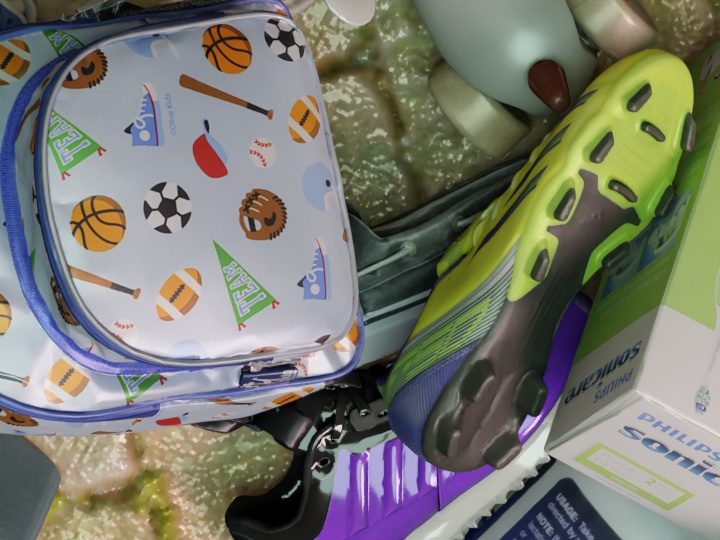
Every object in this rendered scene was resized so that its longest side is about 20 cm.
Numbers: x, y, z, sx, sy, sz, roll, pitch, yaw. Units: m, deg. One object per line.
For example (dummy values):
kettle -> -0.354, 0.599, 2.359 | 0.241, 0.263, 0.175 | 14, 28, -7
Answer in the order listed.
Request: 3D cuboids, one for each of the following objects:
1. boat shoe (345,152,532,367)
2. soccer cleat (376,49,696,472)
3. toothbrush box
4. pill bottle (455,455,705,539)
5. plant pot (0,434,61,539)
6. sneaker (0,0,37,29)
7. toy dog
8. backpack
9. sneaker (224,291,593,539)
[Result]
boat shoe -> 0.000, 0.000, 1.270 | 0.199, 0.072, 0.071 | -20, 101, -8
soccer cleat -> 0.067, -0.011, 1.198 | 0.065, 0.084, 0.201 | 19, 106, -40
toothbrush box -> 0.183, 0.013, 1.211 | 0.145, 0.201, 0.086 | 28, 149, -13
pill bottle -> 0.103, 0.141, 1.290 | 0.116, 0.116, 0.200 | 41, 102, -15
plant pot -> -0.264, 0.135, 1.223 | 0.196, 0.200, 0.196 | 40, 102, -15
sneaker -> -0.177, -0.085, 1.220 | 0.077, 0.076, 0.201 | -3, 110, 2
toy dog -> 0.035, -0.126, 1.208 | 0.199, 0.096, 0.132 | 25, 105, -11
backpack -> -0.101, -0.018, 1.144 | 0.190, 0.154, 0.201 | -11, 83, -22
sneaker -> 0.017, 0.071, 1.285 | 0.099, 0.070, 0.200 | 41, 101, -15
